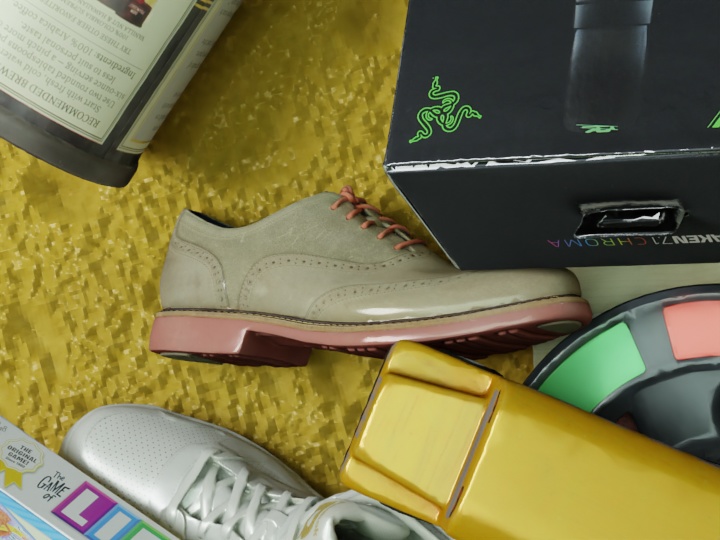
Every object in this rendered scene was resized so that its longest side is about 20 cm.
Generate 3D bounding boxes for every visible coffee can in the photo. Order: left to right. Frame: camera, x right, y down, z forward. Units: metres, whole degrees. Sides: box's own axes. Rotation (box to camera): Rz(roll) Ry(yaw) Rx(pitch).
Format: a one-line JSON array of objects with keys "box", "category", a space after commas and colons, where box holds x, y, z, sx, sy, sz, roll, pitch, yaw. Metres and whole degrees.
[{"box": [-0.102, -0.157, 0.962, 0.146, 0.146, 0.200, 35, 98, 6], "category": "coffee can"}]

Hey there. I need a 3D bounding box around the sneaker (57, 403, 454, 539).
[{"box": [-0.031, 0.102, 0.971, 0.199, 0.116, 0.074, 30, 66, 2], "category": "sneaker"}]

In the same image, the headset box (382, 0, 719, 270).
[{"box": [0.111, -0.097, 0.898, 0.173, 0.093, 0.201, -1, 65, 23], "category": "headset box"}]

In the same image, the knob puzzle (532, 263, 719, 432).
[{"box": [0.174, 0.075, 0.984, 0.218, 0.030, 0.221, 0, 93, 10], "category": "knob puzzle"}]

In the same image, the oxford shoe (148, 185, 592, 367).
[{"box": [0.000, 0.000, 0.975, 0.199, 0.070, 0.075, -1, 81, 25], "category": "oxford shoe"}]

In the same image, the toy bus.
[{"box": [0.094, 0.091, 0.895, 0.199, 0.078, 0.065, 23, 90, -2], "category": "toy bus"}]

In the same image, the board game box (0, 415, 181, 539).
[{"box": [-0.100, 0.163, 0.987, 0.200, 0.034, 0.135, 33, 131, 15], "category": "board game box"}]

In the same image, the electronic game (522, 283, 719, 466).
[{"box": [0.145, 0.105, 0.955, 0.199, 0.042, 0.201, 1, 93, 11], "category": "electronic game"}]
